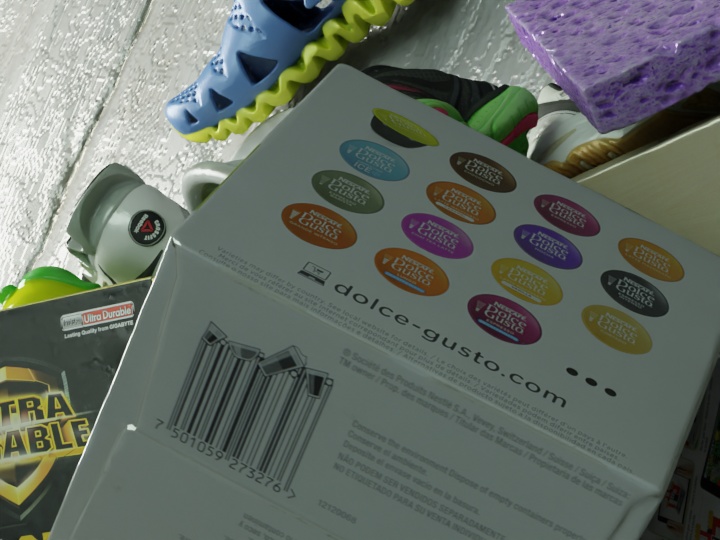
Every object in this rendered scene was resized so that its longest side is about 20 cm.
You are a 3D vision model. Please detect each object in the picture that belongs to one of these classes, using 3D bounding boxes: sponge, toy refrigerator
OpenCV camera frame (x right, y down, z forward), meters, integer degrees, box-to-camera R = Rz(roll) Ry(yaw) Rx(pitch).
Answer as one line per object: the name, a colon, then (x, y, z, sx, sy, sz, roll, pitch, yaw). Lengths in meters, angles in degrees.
sponge: (0.143, -0.127, 1.108, 0.112, 0.030, 0.200, -28, 20, 2)
toy refrigerator: (0.151, -0.025, 1.070, 0.200, 0.070, 0.076, -25, 92, 28)

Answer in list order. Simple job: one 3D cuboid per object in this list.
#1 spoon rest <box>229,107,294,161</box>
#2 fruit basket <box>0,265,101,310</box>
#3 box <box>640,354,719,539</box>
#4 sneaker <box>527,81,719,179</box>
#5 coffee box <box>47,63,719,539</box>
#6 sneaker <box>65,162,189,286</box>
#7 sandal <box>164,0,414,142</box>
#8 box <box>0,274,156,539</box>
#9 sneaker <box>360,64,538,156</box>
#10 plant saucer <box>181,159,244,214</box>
spoon rest: (-0.026, -0.031, 1.277, 0.099, 0.061, 0.200, -56, 43, 3)
fruit basket: (-0.118, 0.092, 1.220, 0.216, 0.156, 0.216, -15, 64, 33)
box: (0.148, 0.134, 0.969, 0.110, 0.035, 0.200, 19, 102, 58)
sneaker: (0.166, -0.097, 1.122, 0.200, 0.076, 0.088, -22, 44, 27)
coffee box: (0.013, 0.070, 0.907, 0.200, 0.200, 0.198, -66, -7, 30)
sneaker: (-0.111, 0.001, 1.288, 0.088, 0.200, 0.074, 32, 86, 7)
sandal: (-0.046, -0.156, 1.338, 0.200, 0.087, 0.079, -40, 14, 15)
box: (-0.165, 0.098, 1.145, 0.200, 0.049, 0.160, -11, 83, 27)
sneaker: (0.019, -0.057, 1.070, 0.084, 0.200, 0.077, 15, 101, 21)
plant saucer: (0.000, 0.000, 1.135, 0.200, 0.200, 0.050, 21, 66, 48)
